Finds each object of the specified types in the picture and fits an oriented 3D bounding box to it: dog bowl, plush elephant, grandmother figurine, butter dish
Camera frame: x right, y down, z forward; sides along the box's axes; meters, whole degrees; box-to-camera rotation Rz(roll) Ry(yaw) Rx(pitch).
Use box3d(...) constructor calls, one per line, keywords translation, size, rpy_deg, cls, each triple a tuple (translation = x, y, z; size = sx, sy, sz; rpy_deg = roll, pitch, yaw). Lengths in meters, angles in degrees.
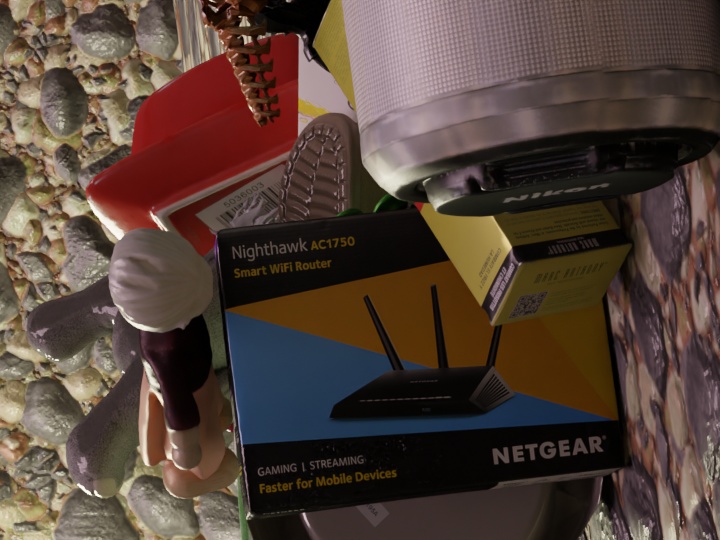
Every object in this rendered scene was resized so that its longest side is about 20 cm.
box3d(translation=(0.035, 0.108, 1.514), size=(0.059, 0.199, 0.202), rpy_deg=(39, -137, -81), cls="dog bowl")
box3d(translation=(-0.086, 0.061, 1.711), size=(0.155, 0.200, 0.165), rpy_deg=(47, -175, -40), cls="plush elephant")
box3d(translation=(-0.099, 0.047, 1.459), size=(0.200, 0.060, 0.122), rpy_deg=(82, 172, -56), cls="grandmother figurine")
box3d(translation=(-0.063, -0.081, 1.808), size=(0.200, 0.199, 0.148), rpy_deg=(53, -162, -49), cls="butter dish")

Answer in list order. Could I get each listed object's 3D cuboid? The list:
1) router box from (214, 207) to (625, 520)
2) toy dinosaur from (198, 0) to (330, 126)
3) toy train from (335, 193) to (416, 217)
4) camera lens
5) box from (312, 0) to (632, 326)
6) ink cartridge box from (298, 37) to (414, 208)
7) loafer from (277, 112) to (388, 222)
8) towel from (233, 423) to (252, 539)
box3d(translation=(0.029, 0.044, 1.448), size=(0.051, 0.198, 0.150), rpy_deg=(123, 139, -79), cls="router box")
box3d(translation=(-0.055, -0.170, 1.506), size=(0.102, 0.135, 0.201), rpy_deg=(-3, 71, 53), cls="toy dinosaur")
box3d(translation=(0.015, -0.010, 1.532), size=(0.042, 0.199, 0.057), rpy_deg=(52, 152, 36), cls="toy train")
box3d(translation=(0.069, -0.131, 1.176), size=(0.160, 0.159, 0.202), rpy_deg=(137, 126, -80), cls="camera lens")
box3d(translation=(0.054, -0.066, 1.413), size=(0.201, 0.075, 0.050), rpy_deg=(58, 141, 29), cls="box")
box3d(translation=(0.026, -0.097, 1.620), size=(0.116, 0.067, 0.201), rpy_deg=(25, 137, 25), cls="ink cartridge box")
box3d(translation=(0.000, 0.000, 1.626), size=(0.076, 0.068, 0.201), rpy_deg=(27, 126, 49), cls="loafer")
box3d(translation=(0.016, 0.121, 1.628), size=(0.023, 0.199, 0.154), rpy_deg=(31, 131, 49), cls="towel")
